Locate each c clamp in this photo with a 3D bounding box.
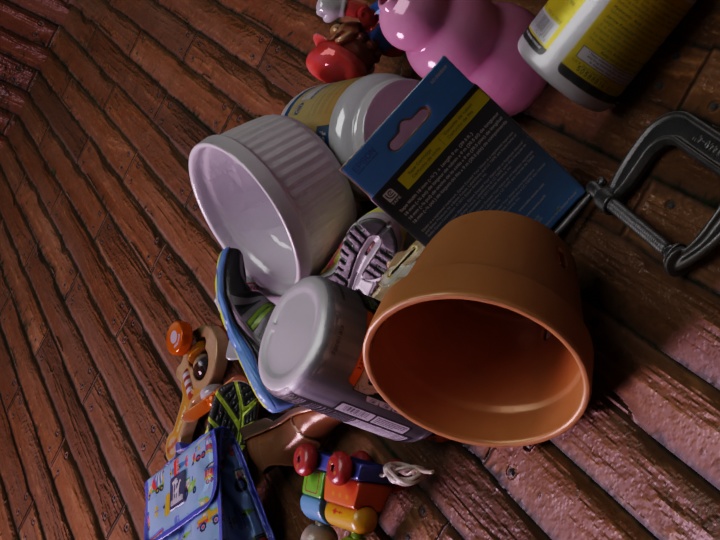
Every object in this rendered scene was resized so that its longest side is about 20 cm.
[{"bbox_3d":[0.261,-0.056,1.118,0.171,0.027,0.200,-56,29,7],"label":"c clamp"}]

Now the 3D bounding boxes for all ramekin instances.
[{"bbox_3d":[-0.095,-0.082,1.445,0.105,0.200,0.200,-34,18,-26],"label":"ramekin"}]

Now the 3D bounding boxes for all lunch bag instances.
[{"bbox_3d":[-0.182,0.288,1.476,0.151,0.094,0.200,-42,51,35],"label":"lunch bag"}]

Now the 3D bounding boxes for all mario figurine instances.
[{"bbox_3d":[0.014,-0.308,1.559,0.200,0.124,0.106,-36,11,1],"label":"mario figurine"}]

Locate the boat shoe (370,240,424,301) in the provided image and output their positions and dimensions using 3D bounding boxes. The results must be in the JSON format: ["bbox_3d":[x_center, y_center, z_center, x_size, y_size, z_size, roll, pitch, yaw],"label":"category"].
[{"bbox_3d":[0.062,0.009,1.315,0.200,0.074,0.066,-41,46,5],"label":"boat shoe"}]

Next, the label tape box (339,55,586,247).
[{"bbox_3d":[0.092,-0.092,1.204,0.144,0.200,0.063,-47,22,6],"label":"label tape box"}]

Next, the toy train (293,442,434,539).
[{"bbox_3d":[0.003,0.243,1.269,0.200,0.085,0.116,1,80,59],"label":"toy train"}]

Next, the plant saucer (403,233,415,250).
[{"bbox_3d":[0.026,0.029,1.431,0.200,0.029,0.200,-37,41,41],"label":"plant saucer"}]

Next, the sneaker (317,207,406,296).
[{"bbox_3d":[0.000,0.000,1.408,0.200,0.078,0.090,-51,2,39],"label":"sneaker"}]

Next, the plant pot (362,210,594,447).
[{"bbox_3d":[0.114,0.042,1.133,0.200,0.200,0.140,-36,25,42],"label":"plant pot"}]

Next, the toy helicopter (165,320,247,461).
[{"bbox_3d":[-0.217,0.171,1.703,0.132,0.079,0.200,33,109,51],"label":"toy helicopter"}]

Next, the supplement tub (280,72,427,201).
[{"bbox_3d":[0.003,-0.153,1.481,0.200,0.145,0.145,2,71,59],"label":"supplement tub"}]

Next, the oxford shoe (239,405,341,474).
[{"bbox_3d":[-0.054,0.182,1.434,0.200,0.071,0.071,-29,76,43],"label":"oxford shoe"}]

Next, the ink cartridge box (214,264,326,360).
[{"bbox_3d":[-0.105,0.008,1.544,0.116,0.067,0.200,-4,49,13],"label":"ink cartridge box"}]

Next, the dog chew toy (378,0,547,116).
[{"bbox_3d":[0.104,-0.240,1.323,0.124,0.200,0.125,-37,41,40],"label":"dog chew toy"}]

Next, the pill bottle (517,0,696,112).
[{"bbox_3d":[0.248,-0.257,1.191,0.200,0.111,0.111,-52,32,24],"label":"pill bottle"}]

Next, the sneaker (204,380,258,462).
[{"bbox_3d":[-0.166,0.234,1.575,0.076,0.075,0.200,21,-91,-87],"label":"sneaker"}]

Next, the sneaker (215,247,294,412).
[{"bbox_3d":[-0.110,0.063,1.447,0.071,0.083,0.200,92,153,-70],"label":"sneaker"}]

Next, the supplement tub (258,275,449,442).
[{"bbox_3d":[0.013,0.093,1.231,0.123,0.200,0.123,-37,41,41],"label":"supplement tub"}]
